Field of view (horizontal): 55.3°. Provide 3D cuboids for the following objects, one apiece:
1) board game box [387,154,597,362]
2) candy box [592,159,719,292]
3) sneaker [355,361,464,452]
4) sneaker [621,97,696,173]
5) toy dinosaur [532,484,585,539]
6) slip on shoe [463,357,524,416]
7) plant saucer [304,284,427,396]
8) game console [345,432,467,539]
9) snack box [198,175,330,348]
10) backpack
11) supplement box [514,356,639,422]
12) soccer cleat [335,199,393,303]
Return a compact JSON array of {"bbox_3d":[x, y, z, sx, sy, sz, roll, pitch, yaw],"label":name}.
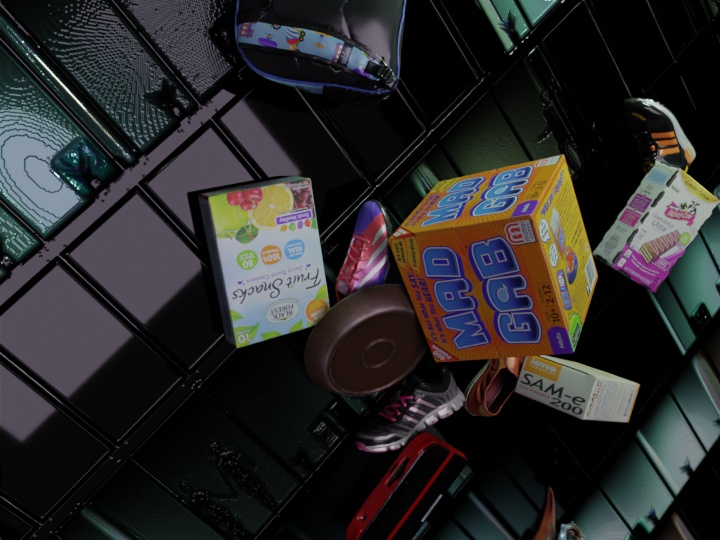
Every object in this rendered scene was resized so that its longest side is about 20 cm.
[{"bbox_3d":[0.193,-0.016,0.960,0.200,0.200,0.200,-49,123,-50],"label":"board game box"},{"bbox_3d":[0.527,-0.076,1.227,0.136,0.061,0.200,25,102,-30],"label":"candy box"},{"bbox_3d":[0.069,0.202,1.047,0.200,0.074,0.088,-24,107,-26],"label":"sneaker"},{"bbox_3d":[0.522,-0.220,1.221,0.200,0.070,0.090,35,78,-31],"label":"sneaker"},{"bbox_3d":[0.323,0.531,1.264,0.181,0.105,0.200,-30,75,-8],"label":"toy dinosaur"},{"bbox_3d":[0.246,0.159,1.142,0.074,0.061,0.200,42,77,-26],"label":"slip on shoe"},{"bbox_3d":[0.019,0.110,0.977,0.200,0.034,0.200,-14,130,-18],"label":"plant saucer"},{"bbox_3d":[0.074,0.348,1.062,0.200,0.031,0.177,-52,143,-3],"label":"game console"},{"bbox_3d":[-0.123,-0.014,0.911,0.142,0.053,0.200,-14,106,-25],"label":"snack box"},{"bbox_3d":[-0.049,-0.303,0.852,0.200,0.135,0.183,5,95,-3],"label":"backpack"},{"bbox_3d":[0.364,0.197,1.146,0.200,0.126,0.074,17,91,-48],"label":"supplement box"},{"bbox_3d":[0.000,0.000,0.974,0.073,0.068,0.200,-4,104,-32],"label":"soccer cleat"}]
